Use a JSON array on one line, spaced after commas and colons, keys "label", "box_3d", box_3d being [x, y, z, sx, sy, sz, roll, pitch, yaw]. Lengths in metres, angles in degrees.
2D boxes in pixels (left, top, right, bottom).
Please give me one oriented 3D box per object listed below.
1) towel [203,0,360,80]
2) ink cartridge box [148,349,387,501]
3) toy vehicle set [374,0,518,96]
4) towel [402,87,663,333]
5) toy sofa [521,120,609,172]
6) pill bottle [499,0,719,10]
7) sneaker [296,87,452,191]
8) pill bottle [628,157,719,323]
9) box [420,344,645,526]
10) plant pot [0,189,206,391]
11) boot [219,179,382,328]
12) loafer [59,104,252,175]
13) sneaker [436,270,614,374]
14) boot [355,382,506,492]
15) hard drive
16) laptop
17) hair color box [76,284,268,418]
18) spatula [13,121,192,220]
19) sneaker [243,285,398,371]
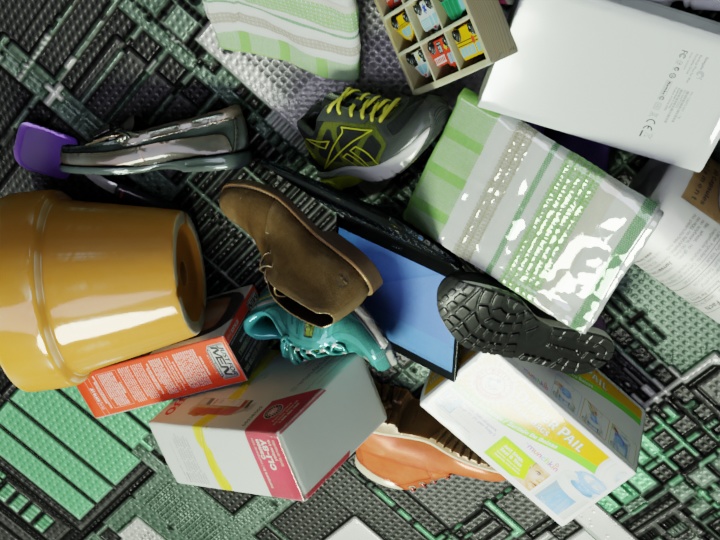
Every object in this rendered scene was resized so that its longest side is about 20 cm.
[{"label": "towel", "box_3d": [-0.073, -0.223, 1.219, 0.147, 0.031, 0.200, 18, 166, 8]}, {"label": "ink cartridge box", "box_3d": [-0.097, 0.152, 1.436, 0.198, 0.145, 0.084, -2, 120, 43]}, {"label": "toy vehicle set", "box_3d": [0.061, -0.219, 1.161, 0.026, 0.200, 0.126, -25, 96, -14]}, {"label": "towel", "box_3d": [0.146, -0.052, 1.219, 0.199, 0.031, 0.150, 33, 126, 8]}, {"label": "toy sofa", "box_3d": [0.181, -0.103, 1.251, 0.082, 0.098, 0.202, 10, 122, 12]}, {"label": "pill bottle", "box_3d": [0.201, -0.266, 1.133, 0.197, 0.114, 0.115, 8, 123, 14]}, {"label": "sneaker", "box_3d": [0.003, -0.128, 1.274, 0.085, 0.075, 0.199, 52, 146, -14]}, {"label": "pill bottle", "box_3d": [0.328, -0.016, 1.247, 0.199, 0.115, 0.115, 35, 125, -5]}, {"label": "box", "box_3d": [0.173, 0.137, 1.400, 0.199, 0.102, 0.112, 40, 124, -9]}, {"label": "plant pot", "box_3d": [-0.258, 0.013, 1.417, 0.181, 0.201, 0.202, -6, 120, 8]}, {"label": "boot", "box_3d": [-0.075, -0.019, 1.313, 0.199, 0.075, 0.074, 34, 161, 32]}, {"label": "loafer", "box_3d": [-0.203, -0.130, 1.388, 0.197, 0.072, 0.064, -1, 101, 11]}, {"label": "sneaker", "box_3d": [0.146, 0.031, 1.321, 0.198, 0.088, 0.076, 22, 131, -32]}, {"label": "boot", "box_3d": [0.080, 0.194, 1.490, 0.198, 0.075, 0.108, 15, 128, 19]}, {"label": "hard drive", "box_3d": [0.208, -0.160, 1.136, 0.197, 0.026, 0.133, 16, 134, -4]}, {"label": "laptop", "box_3d": [0.000, 0.000, 1.322, 0.176, 0.104, 0.199, 25, 176, 40]}, {"label": "hair color box", "box_3d": [-0.198, 0.087, 1.490, 0.198, 0.102, 0.062, -15, 116, 25]}, {"label": "spatula", "box_3d": [-0.264, -0.093, 1.449, 0.198, 0.021, 0.057, 26, 124, 0]}, {"label": "sneaker", "box_3d": [-0.039, 0.065, 1.386, 0.199, 0.080, 0.078, 19, 146, 47]}]
